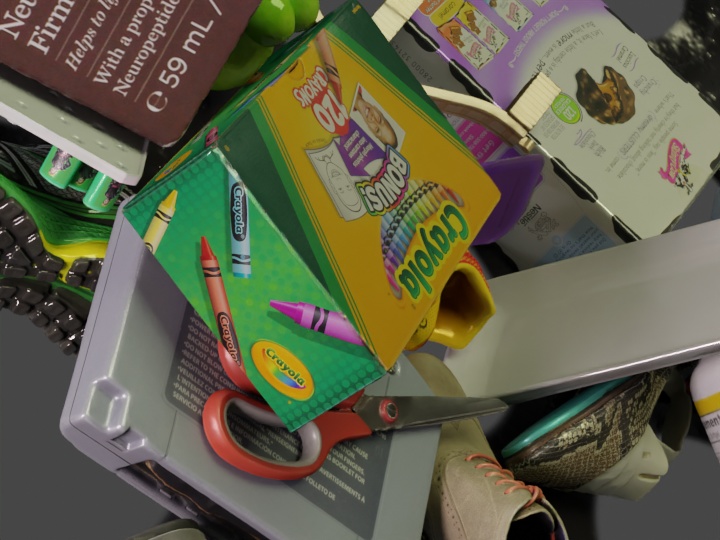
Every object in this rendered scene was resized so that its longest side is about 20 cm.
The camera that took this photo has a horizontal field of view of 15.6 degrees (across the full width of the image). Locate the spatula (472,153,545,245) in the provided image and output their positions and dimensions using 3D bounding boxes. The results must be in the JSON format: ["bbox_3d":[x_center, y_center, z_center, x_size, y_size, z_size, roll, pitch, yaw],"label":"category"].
[{"bbox_3d":[0.005,-0.038,1.346,0.199,0.057,0.021,2,36,-27],"label":"spatula"}]

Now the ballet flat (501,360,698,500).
[{"bbox_3d":[0.137,0.073,1.358,0.075,0.068,0.200,53,32,-6],"label":"ballet flat"}]

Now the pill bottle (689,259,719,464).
[{"bbox_3d":[0.240,0.082,1.362,0.114,0.114,0.201,-15,81,-50],"label":"pill bottle"}]

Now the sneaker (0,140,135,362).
[{"bbox_3d":[-0.160,-0.024,1.170,0.200,0.078,0.085,29,30,-34],"label":"sneaker"}]

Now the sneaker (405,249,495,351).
[{"bbox_3d":[0.000,0.000,1.267,0.199,0.073,0.077,4,42,-51],"label":"sneaker"}]

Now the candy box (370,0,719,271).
[{"bbox_3d":[0.099,-0.091,1.472,0.200,0.072,0.168,44,36,1],"label":"candy box"}]

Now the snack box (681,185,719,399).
[{"bbox_3d":[0.263,0.033,1.521,0.142,0.053,0.200,34,38,-10],"label":"snack box"}]

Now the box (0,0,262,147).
[{"bbox_3d":[-0.132,-0.189,1.171,0.199,0.166,0.164,27,17,-16],"label":"box"}]

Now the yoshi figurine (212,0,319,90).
[{"bbox_3d":[-0.109,-0.164,1.353,0.200,0.112,0.112,41,-7,20],"label":"yoshi figurine"}]

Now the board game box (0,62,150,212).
[{"bbox_3d":[-0.185,-0.111,1.193,0.199,0.026,0.200,30,18,-10],"label":"board game box"}]

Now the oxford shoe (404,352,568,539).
[{"bbox_3d":[0.063,0.113,1.232,0.070,0.075,0.201,6,50,-39],"label":"oxford shoe"}]

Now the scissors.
[{"bbox_3d":[0.002,0.070,1.172,0.200,0.014,0.074,22,58,-45],"label":"scissors"}]

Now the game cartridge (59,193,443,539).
[{"bbox_3d":[-0.043,0.057,1.159,0.200,0.041,0.134,38,45,-35],"label":"game cartridge"}]

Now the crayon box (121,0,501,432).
[{"bbox_3d":[-0.016,-0.029,1.153,0.119,0.058,0.200,53,28,-9],"label":"crayon box"}]

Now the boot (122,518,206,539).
[{"bbox_3d":[-0.040,0.157,1.102,0.199,0.070,0.132,-6,53,-51],"label":"boot"}]

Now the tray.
[{"bbox_3d":[0.135,0.023,1.312,0.022,0.199,0.108,60,28,-29],"label":"tray"}]

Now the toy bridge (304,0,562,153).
[{"bbox_3d":[0.014,-0.128,1.363,0.200,0.027,0.067,41,69,-3],"label":"toy bridge"}]
